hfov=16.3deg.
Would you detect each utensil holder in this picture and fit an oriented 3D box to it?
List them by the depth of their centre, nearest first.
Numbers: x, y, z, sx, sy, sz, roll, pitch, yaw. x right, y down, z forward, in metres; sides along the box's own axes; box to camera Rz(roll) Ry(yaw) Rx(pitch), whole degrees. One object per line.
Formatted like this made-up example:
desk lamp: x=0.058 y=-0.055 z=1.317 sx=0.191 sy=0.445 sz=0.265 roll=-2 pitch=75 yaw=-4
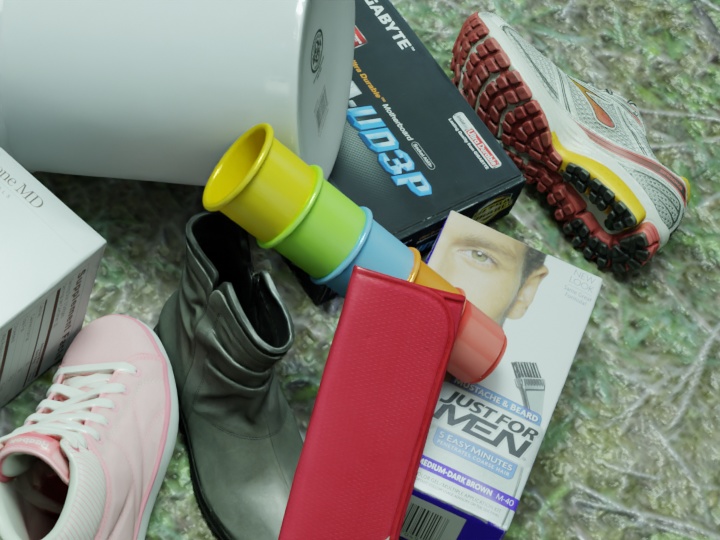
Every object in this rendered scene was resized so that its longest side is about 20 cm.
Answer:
utensil holder: x=-0.115 y=-0.135 z=1.511 sx=0.198 sy=0.171 sz=0.171 roll=5 pitch=53 yaw=12

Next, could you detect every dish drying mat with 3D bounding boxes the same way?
dish drying mat: x=0.003 y=0.103 z=1.428 sx=0.076 sy=0.018 sz=0.202 roll=15 pitch=92 yaw=-26

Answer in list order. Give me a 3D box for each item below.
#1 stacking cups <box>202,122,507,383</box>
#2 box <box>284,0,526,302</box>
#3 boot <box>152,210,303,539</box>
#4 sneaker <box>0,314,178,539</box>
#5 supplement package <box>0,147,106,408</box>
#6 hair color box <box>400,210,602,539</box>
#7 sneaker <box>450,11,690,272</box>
stacking cups: x=0.000 y=0.000 z=1.449 sx=0.200 sy=0.060 sz=0.061 roll=40 pitch=51 yaw=-21
box: x=-0.013 y=-0.093 z=1.626 sx=0.158 sy=0.046 sz=0.201 roll=-24 pitch=67 yaw=-28
boot: x=-0.063 y=0.074 z=1.448 sx=0.067 sy=0.131 sz=0.201 roll=-19 pitch=65 yaw=-26
sneaker: x=-0.159 y=0.094 z=1.414 sx=0.075 sy=0.105 sz=0.201 roll=-6 pitch=55 yaw=19
supplement package: x=-0.258 y=0.033 z=1.424 sx=0.117 sy=0.118 sz=0.200 roll=40 pitch=55 yaw=11
hair color box: x=0.064 y=0.072 z=1.533 sx=0.109 sy=0.065 sz=0.201 roll=24 pitch=52 yaw=1
sneaker: x=0.136 y=-0.092 z=1.663 sx=0.082 sy=0.078 sz=0.200 roll=-36 pitch=83 yaw=-37
